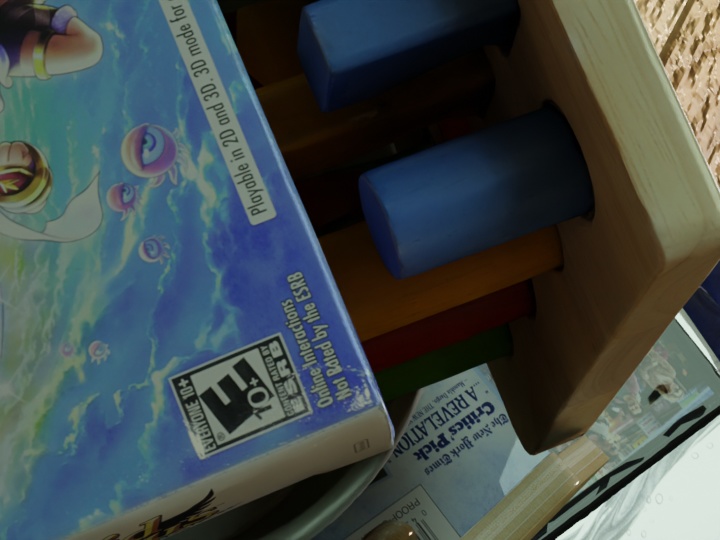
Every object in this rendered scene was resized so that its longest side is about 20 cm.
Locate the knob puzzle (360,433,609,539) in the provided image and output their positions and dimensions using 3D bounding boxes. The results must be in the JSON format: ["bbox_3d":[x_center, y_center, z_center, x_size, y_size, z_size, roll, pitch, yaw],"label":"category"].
[{"bbox_3d":[-0.025,0.109,0.582,0.030,0.220,0.220,45,31,8],"label":"knob puzzle"}]

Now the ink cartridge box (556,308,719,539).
[{"bbox_3d":[0.063,0.094,0.784,0.146,0.083,0.200,-37,95,-23],"label":"ink cartridge box"}]

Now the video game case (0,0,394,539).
[{"bbox_3d":[-0.113,-0.021,0.529,0.045,0.181,0.201,74,-7,-75],"label":"video game case"}]

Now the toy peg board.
[{"bbox_3d":[-0.011,-0.053,0.594,0.199,0.097,0.201,105,-37,-74],"label":"toy peg board"}]

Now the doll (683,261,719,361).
[{"bbox_3d":[0.093,-0.016,0.823,0.200,0.137,0.048,45,66,5],"label":"doll"}]

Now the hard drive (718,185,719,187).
[{"bbox_3d":[0.152,0.005,0.974,0.200,0.038,0.140,52,6,39],"label":"hard drive"}]

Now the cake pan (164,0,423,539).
[{"bbox_3d":[-0.076,-0.003,0.672,0.199,0.037,0.201,7,68,-17],"label":"cake pan"}]

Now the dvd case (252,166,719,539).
[{"bbox_3d":[0.000,0.000,0.729,0.142,0.018,0.200,-33,78,-23],"label":"dvd case"}]
